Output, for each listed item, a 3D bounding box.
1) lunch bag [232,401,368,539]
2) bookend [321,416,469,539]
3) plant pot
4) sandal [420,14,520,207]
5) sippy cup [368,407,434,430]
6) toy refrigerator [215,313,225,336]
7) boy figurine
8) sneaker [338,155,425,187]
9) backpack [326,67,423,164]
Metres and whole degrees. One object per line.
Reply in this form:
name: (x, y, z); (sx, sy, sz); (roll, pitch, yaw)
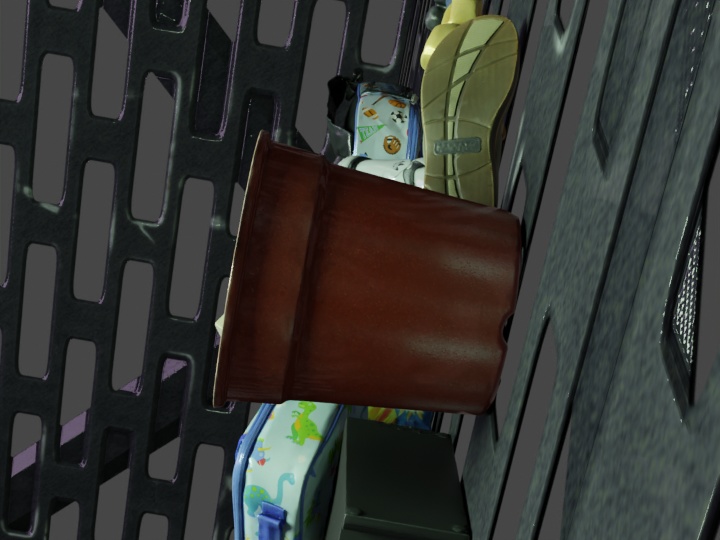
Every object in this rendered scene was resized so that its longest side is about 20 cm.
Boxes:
lunch bag: (-0.054, 0.188, 1.259); (0.161, 0.082, 0.201); (-62, -20, -45)
bookend: (0.015, 0.245, 1.122); (0.200, 0.091, 0.200); (-92, 12, -77)
plant pot: (0.007, 0.016, 1.035); (0.201, 0.194, 0.202); (-170, 90, -88)
sandal: (0.091, -0.112, 1.189); (0.054, 0.080, 0.201); (29, -115, -70)
sippy cup: (0.006, 0.124, 1.397); (0.178, 0.129, 0.141); (-178, 98, -88)
toy refrigerator: (-0.051, 0.023, 1.476); (0.200, 0.070, 0.076); (-45, -40, -21)
boy figurine: (0.098, -0.248, 1.549); (0.200, 0.064, 0.125); (-78, 2, -61)
sneaker: (0.058, -0.020, 1.320); (0.075, 0.114, 0.201); (-51, -56, -40)
backpack: (0.028, -0.116, 1.652); (0.191, 0.153, 0.201); (-67, -20, -71)
